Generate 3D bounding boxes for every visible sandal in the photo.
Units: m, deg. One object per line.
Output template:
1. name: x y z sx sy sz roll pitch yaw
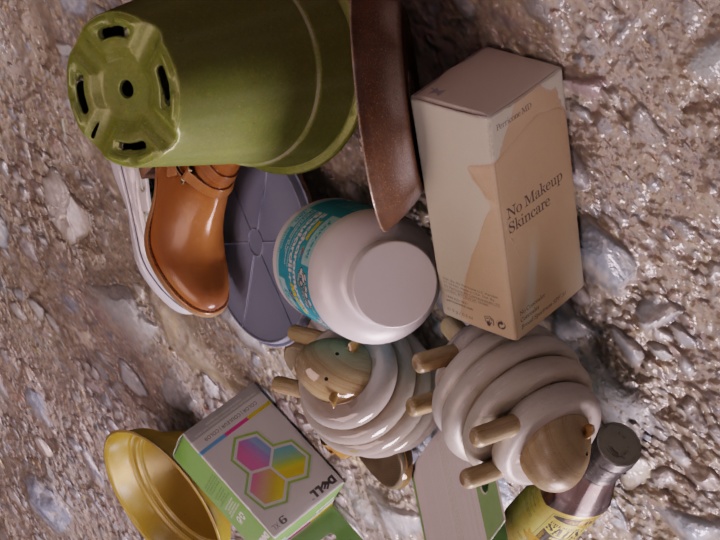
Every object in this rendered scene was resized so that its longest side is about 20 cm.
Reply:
1. sandal: -0.021 0.142 1.711 0.200 0.054 0.080 47 145 28

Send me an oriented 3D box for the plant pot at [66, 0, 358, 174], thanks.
1. plant pot: -0.129 -0.158 1.425 0.200 0.190 0.200 12 111 35

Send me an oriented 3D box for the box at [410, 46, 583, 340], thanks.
1. box: 0.107 -0.059 1.356 0.078 0.095 0.200 21 136 39

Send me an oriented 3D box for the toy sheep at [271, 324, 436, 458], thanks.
1. toy sheep: 0.008 0.106 1.591 0.138 0.138 0.200 27 -179 36

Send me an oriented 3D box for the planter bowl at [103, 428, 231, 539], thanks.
1. planter bowl: -0.197 0.245 2.017 0.200 0.083 0.200 32 141 30

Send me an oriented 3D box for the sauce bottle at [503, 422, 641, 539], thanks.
1. sauce bottle: 0.178 0.190 1.510 0.066 0.066 0.200 47 148 12

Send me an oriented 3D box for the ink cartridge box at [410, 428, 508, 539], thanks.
1. ink cartridge box: 0.102 0.196 1.564 0.200 0.048 0.146 118 147 -54

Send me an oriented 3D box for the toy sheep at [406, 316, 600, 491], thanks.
1. toy sheep: 0.116 0.101 1.420 0.200 0.138 0.138 55 153 38

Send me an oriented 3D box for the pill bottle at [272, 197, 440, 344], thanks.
1. pill bottle: 0.000 0.000 1.471 0.111 0.111 0.200 63 168 -13

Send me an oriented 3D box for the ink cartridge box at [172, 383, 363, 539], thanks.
1. ink cartridge box: -0.090 0.226 1.847 0.200 0.104 0.059 47 147 12

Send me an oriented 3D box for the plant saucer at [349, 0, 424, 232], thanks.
1. plant saucer: 0.024 -0.131 1.357 0.037 0.200 0.200 -7 122 7

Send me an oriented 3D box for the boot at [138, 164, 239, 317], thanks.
1. boot: -0.138 -0.070 1.637 0.155 0.077 0.200 -34 62 52

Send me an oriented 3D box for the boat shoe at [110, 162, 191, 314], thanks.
1. boat shoe: -0.192 -0.047 1.760 0.067 0.074 0.200 -1 117 54

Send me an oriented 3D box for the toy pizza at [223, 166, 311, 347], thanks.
1. toy pizza: -0.085 -0.028 1.652 0.200 0.032 0.200 22 117 53
